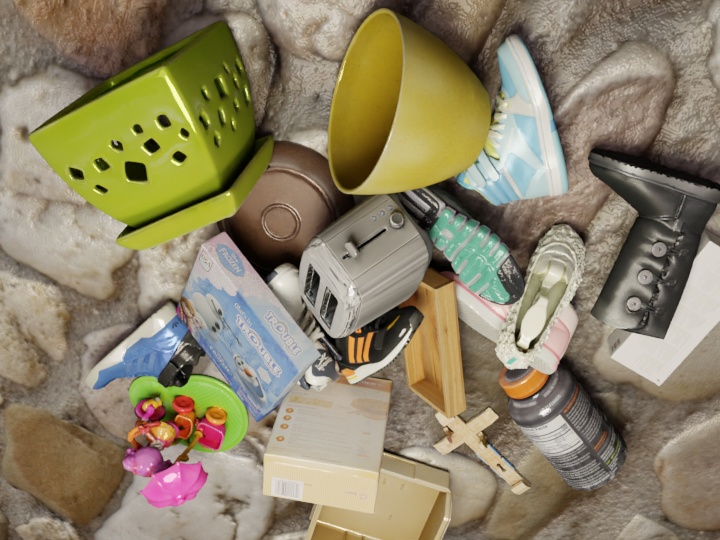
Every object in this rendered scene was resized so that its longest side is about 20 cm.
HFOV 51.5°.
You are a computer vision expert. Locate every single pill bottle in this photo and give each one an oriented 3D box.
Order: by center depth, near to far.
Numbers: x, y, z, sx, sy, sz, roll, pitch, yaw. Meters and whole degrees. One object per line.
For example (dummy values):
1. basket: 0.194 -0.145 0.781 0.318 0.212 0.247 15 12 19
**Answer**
1. pill bottle: 0.277 0.203 1.044 0.106 0.107 0.200 -34 108 22

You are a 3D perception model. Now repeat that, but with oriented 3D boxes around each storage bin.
1. storage bin: 0.025 0.391 1.183 0.197 0.094 0.201 18 118 -1

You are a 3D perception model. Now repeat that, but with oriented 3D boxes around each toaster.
1. toaster: 0.000 0.000 0.917 0.114 0.128 0.200 53 159 14

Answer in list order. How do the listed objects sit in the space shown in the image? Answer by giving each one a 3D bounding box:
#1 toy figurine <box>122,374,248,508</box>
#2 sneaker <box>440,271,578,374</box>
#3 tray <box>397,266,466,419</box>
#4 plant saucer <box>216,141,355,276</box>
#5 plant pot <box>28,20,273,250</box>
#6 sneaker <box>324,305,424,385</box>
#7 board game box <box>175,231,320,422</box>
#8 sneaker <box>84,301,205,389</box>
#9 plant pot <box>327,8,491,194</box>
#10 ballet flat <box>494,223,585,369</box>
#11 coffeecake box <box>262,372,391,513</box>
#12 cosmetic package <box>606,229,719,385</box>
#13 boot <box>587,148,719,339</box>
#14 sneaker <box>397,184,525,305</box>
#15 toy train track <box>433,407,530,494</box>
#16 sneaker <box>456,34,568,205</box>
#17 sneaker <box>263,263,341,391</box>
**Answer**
1. toy figurine: -0.284 0.261 1.109 0.197 0.185 0.152 21 118 -3
2. sneaker: 0.198 0.040 0.998 0.199 0.076 0.105 34 76 16
3. tray: 0.095 0.092 1.018 0.037 0.098 0.203 -22 120 -24
4. plant saucer: -0.105 -0.070 0.999 0.197 0.035 0.203 4 117 7
5. plant pot: -0.223 -0.151 0.879 0.198 0.200 0.183 -19 115 22
6. sneaker: 0.005 0.088 1.014 0.090 0.070 0.200 41 143 -4
7. board game box: -0.157 0.082 0.990 0.201 0.043 0.199 51 144 9
8. sneaker: -0.316 0.146 1.114 0.199 0.077 0.112 -38 97 17
9. plant pot: 0.063 -0.176 0.850 0.140 0.201 0.202 9 121 -24
10. ballet flat: 0.230 0.030 0.924 0.071 0.072 0.202 26 79 -7
11. coffeecake box: -0.041 0.230 1.048 0.151 0.201 0.074 8 118 4
12. cosmetic package: 0.418 0.050 0.976 0.082 0.051 0.201 30 117 -3
13. boot: 0.329 -0.031 0.919 0.163 0.066 0.203 21 115 14
14. sneaker: 0.134 -0.047 0.928 0.200 0.088 0.074 44 123 -1
15. toy train track: 0.188 0.281 1.137 0.114 0.033 0.200 -40 107 24
16. sneaker: 0.164 -0.165 0.887 0.129 0.080 0.202 -16 113 14
17. sneaker: -0.073 0.090 1.001 0.129 0.079 0.201 37 139 26
